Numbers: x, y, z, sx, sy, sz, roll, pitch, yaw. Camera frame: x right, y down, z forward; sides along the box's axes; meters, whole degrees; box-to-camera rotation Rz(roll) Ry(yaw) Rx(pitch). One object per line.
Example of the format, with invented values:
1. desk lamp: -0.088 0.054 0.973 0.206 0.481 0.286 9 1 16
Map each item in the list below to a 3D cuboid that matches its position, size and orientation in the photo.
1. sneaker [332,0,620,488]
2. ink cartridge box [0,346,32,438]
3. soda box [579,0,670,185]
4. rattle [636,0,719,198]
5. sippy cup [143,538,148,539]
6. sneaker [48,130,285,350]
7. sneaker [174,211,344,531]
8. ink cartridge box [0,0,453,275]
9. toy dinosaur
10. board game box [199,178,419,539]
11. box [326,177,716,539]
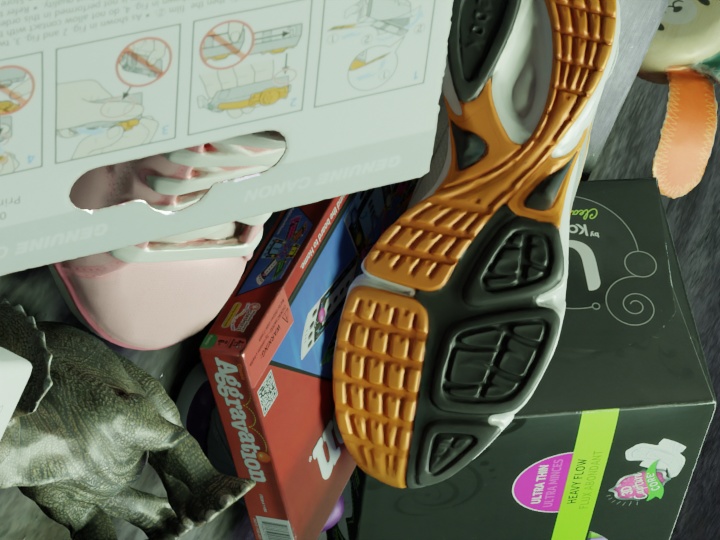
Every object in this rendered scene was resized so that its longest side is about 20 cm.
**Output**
1. sneaker: 0.047 -0.016 0.854 0.092 0.076 0.200 54 55 -81
2. ink cartridge box: -0.181 0.096 0.580 0.200 0.085 0.146 -66 163 6
3. soda box: 0.095 -0.137 1.024 0.071 0.063 0.200 16 104 -33
4. rattle: 0.158 -0.152 1.059 0.143 0.130 0.200 118 -10 -45
5. sippy cup: -0.086 0.180 0.928 0.130 0.177 0.140 -59 138 -51
6. sneaker: -0.043 -0.044 0.706 0.075 0.105 0.201 -5 123 -29
7. sneaker: -0.011 0.018 0.925 0.074 0.088 0.200 -14 134 -38
8. ink cartridge box: -0.049 -0.096 0.590 0.162 0.057 0.200 -14 141 -21
9. toy dinosaur: -0.090 0.050 0.773 0.077 0.102 0.200 -38 179 7
10. board game box: 0.000 0.000 0.863 0.200 0.019 0.103 -61 150 -42
11. box: 0.060 0.068 1.060 0.200 0.148 0.125 96 -13 -54
